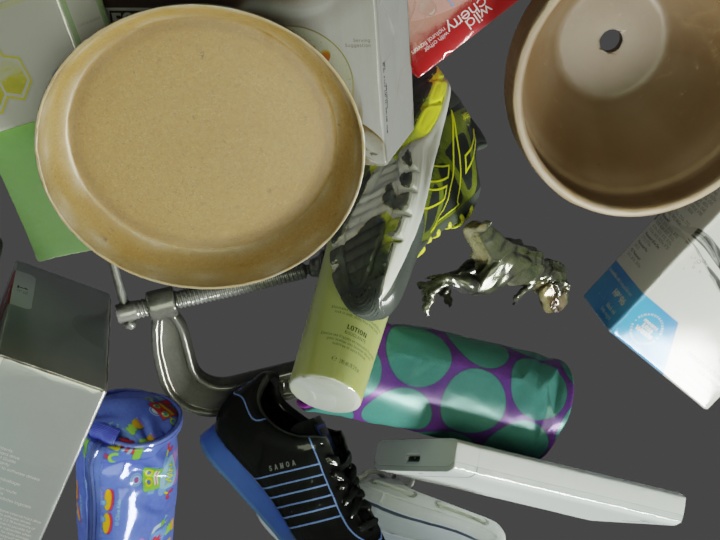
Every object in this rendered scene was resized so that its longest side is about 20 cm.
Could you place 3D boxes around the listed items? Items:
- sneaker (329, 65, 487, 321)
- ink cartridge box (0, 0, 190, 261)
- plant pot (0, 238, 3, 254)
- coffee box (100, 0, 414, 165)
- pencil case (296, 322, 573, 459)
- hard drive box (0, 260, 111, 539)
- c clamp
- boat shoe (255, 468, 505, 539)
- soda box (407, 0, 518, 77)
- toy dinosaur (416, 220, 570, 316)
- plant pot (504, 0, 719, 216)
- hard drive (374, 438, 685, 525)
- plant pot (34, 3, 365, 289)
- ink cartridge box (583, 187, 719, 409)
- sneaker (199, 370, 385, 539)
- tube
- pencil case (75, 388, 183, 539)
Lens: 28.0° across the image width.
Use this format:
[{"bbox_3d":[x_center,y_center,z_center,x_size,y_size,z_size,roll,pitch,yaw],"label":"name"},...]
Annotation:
[{"bbox_3d":[0.044,-0.047,0.985,0.085,0.201,0.074,36,146,-30],"label":"sneaker"},{"bbox_3d":[-0.209,-0.101,0.930,0.145,0.048,0.201,-10,106,32],"label":"ink cartridge box"},{"bbox_3d":[-0.359,0.084,0.970,0.199,0.200,0.178,9,123,-13],"label":"plant pot"},{"bbox_3d":[-0.072,-0.135,0.934,0.199,0.080,0.115,4,115,16],"label":"coffee box"},{"bbox_3d":[0.056,0.084,1.072,0.199,0.092,0.086,16,86,-20],"label":"pencil case"},{"bbox_3d":[-0.246,0.119,1.014,0.076,0.156,0.201,21,107,-17],"label":"hard drive box"},{"bbox_3d":[-0.084,0.032,1.072,0.199,0.027,0.172,-8,115,-7],"label":"c clamp"},{"bbox_3d":[0.020,0.190,1.136,0.201,0.086,0.075,12,119,17],"label":"boat shoe"},{"bbox_3d":[0.094,-0.220,0.970,0.200,0.070,0.063,-37,113,7],"label":"soda box"},{"bbox_3d":[0.088,0.000,1.048,0.088,0.048,0.200,-26,158,18],"label":"toy dinosaur"},{"bbox_3d":[0.189,-0.146,1.001,0.200,0.093,0.202,-5,117,-10],"label":"plant pot"},{"bbox_3d":[0.127,0.161,1.100,0.199,0.132,0.027,16,77,-22],"label":"hard drive"},{"bbox_3d":[-0.097,-0.076,0.881,0.199,0.028,0.201,-1,127,-1],"label":"plant pot"},{"bbox_3d":[0.283,-0.009,1.093,0.116,0.068,0.200,36,103,-22],"label":"ink cartridge box"},{"bbox_3d":[-0.029,0.162,1.060,0.200,0.070,0.078,43,106,12],"label":"sneaker"},{"bbox_3d":[0.000,0.000,1.005,0.052,0.201,0.058,3,146,23],"label":"tube"},{"bbox_3d":[-0.181,0.192,1.095,0.078,0.087,0.201,15,113,20],"label":"pencil case"}]
